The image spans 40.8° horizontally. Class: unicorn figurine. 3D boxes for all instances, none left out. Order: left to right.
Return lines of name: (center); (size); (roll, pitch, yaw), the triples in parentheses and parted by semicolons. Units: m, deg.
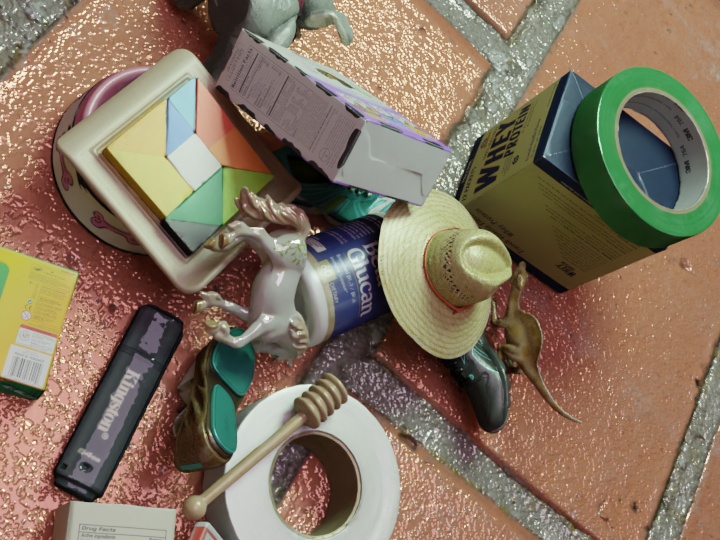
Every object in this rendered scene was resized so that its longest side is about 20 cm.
unicorn figurine: (-0.096, 0.027, 0.955); (0.135, 0.203, 0.074); (7, 28, -35)

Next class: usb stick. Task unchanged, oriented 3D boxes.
usb stick: (-0.236, 0.127, 0.953); (0.055, 0.032, 0.203); (32, 62, -17)

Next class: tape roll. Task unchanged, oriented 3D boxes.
tape roll: (-0.059, 0.225, 0.997); (0.199, 0.071, 0.207); (10, 69, -27)
tape roll: (0.332, -0.129, 1.106); (0.197, 0.048, 0.205); (10, 69, -26)

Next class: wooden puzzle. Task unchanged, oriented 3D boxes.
wooden puzzle: (-0.175, -0.106, 0.975); (0.200, 0.037, 0.185); (48, 58, -7)

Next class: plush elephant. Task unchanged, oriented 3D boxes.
plush elephant: (-0.099, -0.300, 1.104); (0.153, 0.199, 0.167); (-6, 68, -49)

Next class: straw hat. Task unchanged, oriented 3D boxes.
straw hat: (0.115, -0.004, 1.047); (0.199, 0.084, 0.205); (13, 72, -44)

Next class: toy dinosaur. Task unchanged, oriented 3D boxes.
toy dinosaur: (0.191, 0.096, 1.160); (0.057, 0.101, 0.204); (-9, 78, -31)

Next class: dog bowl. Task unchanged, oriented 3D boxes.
dog bowl: (-0.219, -0.123, 1.020); (0.197, 0.074, 0.204); (10, 69, -26)

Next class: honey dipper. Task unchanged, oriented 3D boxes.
honey dipper: (-0.092, 0.173, 0.937); (0.199, 0.038, 0.038); (-39, 94, -29)

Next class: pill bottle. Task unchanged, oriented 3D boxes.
pill bottle: (0.000, 0.000, 1.079); (0.198, 0.111, 0.113); (-22, 85, -32)

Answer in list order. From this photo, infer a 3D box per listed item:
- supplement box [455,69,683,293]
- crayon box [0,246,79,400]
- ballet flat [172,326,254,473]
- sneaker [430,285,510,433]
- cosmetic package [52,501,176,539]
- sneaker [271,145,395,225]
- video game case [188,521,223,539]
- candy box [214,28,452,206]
supplement box: (0.255, -0.101, 1.201); (0.198, 0.199, 0.136); (32, 61, -16)
crayon box: (-0.374, 0.032, 0.892); (0.197, 0.058, 0.121); (20, 65, -22)
ballet flat: (-0.152, 0.129, 0.963); (0.068, 0.072, 0.201); (53, 18, -27)
sneaker: (0.117, 0.098, 1.146); (0.078, 0.076, 0.203); (-8, 69, -21)
cosmetic package: (-0.230, 0.315, 0.862); (0.102, 0.087, 0.204); (12, 69, -24)
sneaker: (-0.025, -0.097, 1.116); (0.197, 0.079, 0.079); (9, 69, -27)
video game case: (-0.145, 0.353, 0.868); (0.144, 0.017, 0.202); (62, 32, -35)
candy box: (-0.028, -0.158, 1.009); (0.199, 0.072, 0.167); (40, 18, 31)
